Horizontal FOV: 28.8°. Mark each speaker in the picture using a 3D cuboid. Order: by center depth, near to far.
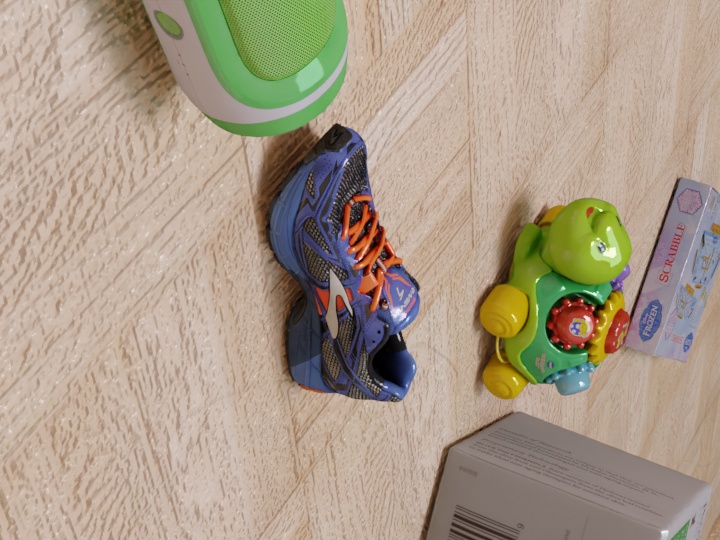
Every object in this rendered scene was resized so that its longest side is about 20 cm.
[{"bbox_3d":[-0.059,-0.146,0.575,0.089,0.088,0.201,-58,153,-25],"label":"speaker"}]

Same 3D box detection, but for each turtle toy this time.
[{"bbox_3d":[0.171,0.020,1.156,0.146,0.100,0.201,-51,150,-35],"label":"turtle toy"}]

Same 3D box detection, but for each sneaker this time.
[{"bbox_3d":[0.000,0.000,0.813,0.076,0.078,0.201,-52,150,-35],"label":"sneaker"}]

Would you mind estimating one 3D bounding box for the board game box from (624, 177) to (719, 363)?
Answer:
[{"bbox_3d":[0.380,0.005,1.653,0.200,0.041,0.202,16,93,-66],"label":"board game box"}]

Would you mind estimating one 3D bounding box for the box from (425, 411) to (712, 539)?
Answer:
[{"bbox_3d":[0.170,0.257,1.213,0.171,0.198,0.201,-12,118,-64],"label":"box"}]
